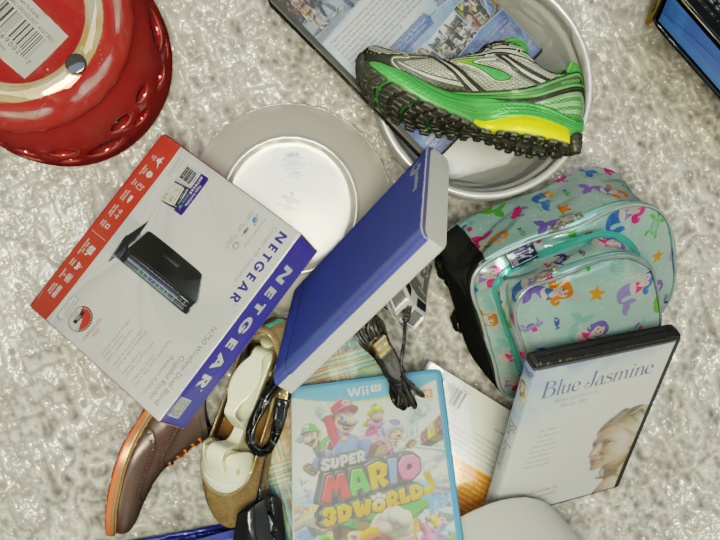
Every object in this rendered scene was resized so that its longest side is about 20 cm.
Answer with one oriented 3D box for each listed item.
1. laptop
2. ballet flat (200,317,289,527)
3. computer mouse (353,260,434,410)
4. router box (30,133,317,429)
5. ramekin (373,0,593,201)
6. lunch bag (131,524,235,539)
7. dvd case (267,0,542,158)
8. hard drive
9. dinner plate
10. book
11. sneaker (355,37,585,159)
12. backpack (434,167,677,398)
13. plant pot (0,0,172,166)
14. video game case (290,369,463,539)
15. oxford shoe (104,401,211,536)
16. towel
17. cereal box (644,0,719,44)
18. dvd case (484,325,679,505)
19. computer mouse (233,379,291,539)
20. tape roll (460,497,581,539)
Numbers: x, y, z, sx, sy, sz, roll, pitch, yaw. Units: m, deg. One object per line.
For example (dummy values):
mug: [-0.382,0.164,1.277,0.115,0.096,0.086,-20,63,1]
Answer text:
laptop: [0.376,-0.225,0.836,0.200,0.103,0.177,-44,96,1]
ballet flat: [-0.107,0.138,0.828,0.067,0.072,0.201,20,90,18]
computer mouse: [0.033,0.018,0.837,0.044,0.201,0.110,-11,136,26]
router box: [-0.168,0.006,0.820,0.179,0.049,0.201,34,85,23]
ramekin: [0.105,-0.162,0.852,0.198,0.105,0.202,0,89,-4]
lunch bag: [-0.144,0.320,0.850,0.198,0.094,0.152,-8,89,-15]
dvd case: [0.039,-0.209,0.785,0.200,0.018,0.143,45,88,-4]
hard drive: [0.000,0.000,0.773,0.025,0.132,0.200,33,124,-18]
dinner plate: [-0.067,-0.062,0.880,0.198,0.024,0.202,0,89,-5]
book: [0.070,0.206,0.881,0.133,0.048,0.201,32,87,0]
sneaker: [0.091,-0.151,0.751,0.198,0.078,0.086,11,83,-14]
backpack: [0.190,0.010,0.829,0.199,0.151,0.178,-28,126,-9]
plant pot: [-0.270,-0.200,0.787,0.199,0.182,0.202,0,89,-6]
video game case: [0.011,0.183,0.790,0.142,0.018,0.201,-8,52,5]
oxford shoe: [-0.180,0.157,0.849,0.072,0.071,0.201,22,88,-8]
towel: [-0.026,0.155,0.863,0.146,0.022,0.201,-19,82,1]
cereal box: [0.398,-0.285,0.906,0.199,0.040,0.145,16,90,-4]
dvd case: [0.191,0.137,0.803,0.142,0.018,0.201,-9,130,-19]
computer mouse: [-0.080,0.196,0.814,0.034,0.058,0.202,13,100,39]
tape roll: [0.120,0.302,0.817,0.201,0.071,0.204,-15,126,-22]
